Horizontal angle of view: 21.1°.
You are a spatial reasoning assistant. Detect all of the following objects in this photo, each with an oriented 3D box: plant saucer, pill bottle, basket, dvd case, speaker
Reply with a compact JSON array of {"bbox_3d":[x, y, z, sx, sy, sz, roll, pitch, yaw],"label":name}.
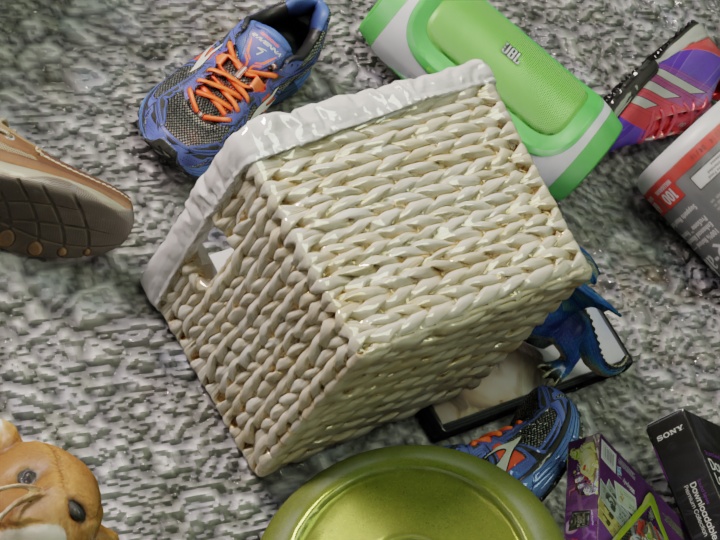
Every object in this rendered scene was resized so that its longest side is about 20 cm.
[{"bbox_3d":[0.030,0.188,1.144,0.199,0.031,0.201,-2,60,3],"label":"plant saucer"},{"bbox_3d":[0.322,-0.034,1.510,0.200,0.116,0.116,48,46,6],"label":"pill bottle"},{"bbox_3d":[0.000,0.000,1.206,0.200,0.198,0.161,-18,71,-33],"label":"basket"},{"bbox_3d":[0.091,0.033,1.376,0.200,0.018,0.143,-16,67,-40],"label":"dvd case"},{"bbox_3d":[0.098,-0.145,1.454,0.200,0.088,0.088,40,45,-2],"label":"speaker"}]

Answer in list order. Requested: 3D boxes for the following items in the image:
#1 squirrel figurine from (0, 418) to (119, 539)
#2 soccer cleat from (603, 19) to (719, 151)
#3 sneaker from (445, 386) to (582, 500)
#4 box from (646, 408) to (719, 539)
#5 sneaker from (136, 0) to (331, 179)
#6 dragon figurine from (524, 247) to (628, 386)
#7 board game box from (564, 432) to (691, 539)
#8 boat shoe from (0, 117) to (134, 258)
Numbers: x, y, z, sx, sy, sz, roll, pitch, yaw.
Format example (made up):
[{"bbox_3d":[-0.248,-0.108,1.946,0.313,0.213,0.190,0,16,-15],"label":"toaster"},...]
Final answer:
[{"bbox_3d":[-0.211,0.165,0.953,0.142,0.200,0.187,43,64,-12],"label":"squirrel figurine"},{"bbox_3d":[0.247,-0.136,1.573,0.073,0.068,0.200,49,43,1],"label":"soccer cleat"},{"bbox_3d":[0.079,0.133,1.249,0.078,0.075,0.200,40,44,2],"label":"sneaker"},{"bbox_3d":[0.270,0.199,1.320,0.143,0.036,0.200,24,39,-56],"label":"box"},{"bbox_3d":[-0.086,-0.137,1.341,0.075,0.078,0.200,39,45,-2],"label":"sneaker"},{"bbox_3d":[0.138,0.020,1.322,0.200,0.100,0.059,24,28,-28],"label":"dragon figurine"},{"bbox_3d":[0.190,0.206,1.247,0.200,0.032,0.120,46,34,-38],"label":"board game box"},{"bbox_3d":[-0.232,-0.067,1.198,0.200,0.076,0.072,19,48,-23],"label":"boat shoe"}]
